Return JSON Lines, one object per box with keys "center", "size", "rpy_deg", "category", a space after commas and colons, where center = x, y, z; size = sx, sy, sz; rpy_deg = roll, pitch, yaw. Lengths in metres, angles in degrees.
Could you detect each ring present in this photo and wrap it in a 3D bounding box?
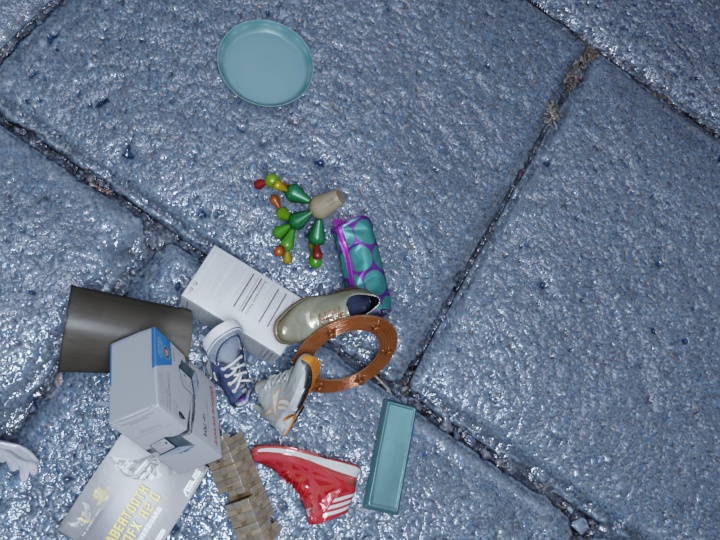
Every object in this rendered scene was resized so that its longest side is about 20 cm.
{"center": [-0.024, 0.155, 1.203], "size": [0.198, 0.202, 0.019], "rpy_deg": [-10, 45, -17], "category": "ring"}

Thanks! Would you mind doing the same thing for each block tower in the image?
{"center": [-0.200, 0.371, 1.146], "size": [0.054, 0.058, 0.202], "rpy_deg": [-25, 86, 22], "category": "block tower"}

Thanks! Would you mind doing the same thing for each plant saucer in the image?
{"center": [0.058, 0.343, 1.257], "size": [0.069, 0.019, 0.202], "rpy_deg": [16, 72, -9], "category": "plant saucer"}
{"center": [-0.197, -0.425, 1.408], "size": [0.198, 0.027, 0.202], "rpy_deg": [4, 74, -14], "category": "plant saucer"}

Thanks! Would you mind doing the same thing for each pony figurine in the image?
{"center": [-0.604, 0.258, 1.039], "size": [0.165, 0.194, 0.201], "rpy_deg": [-19, 60, -22], "category": "pony figurine"}

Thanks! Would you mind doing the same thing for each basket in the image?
{"center": [-0.391, 0.109, 1.140], "size": [0.198, 0.180, 0.137], "rpy_deg": [9, 61, -21], "category": "basket"}

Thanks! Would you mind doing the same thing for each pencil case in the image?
{"center": [0.000, 0.000, 1.303], "size": [0.092, 0.085, 0.202], "rpy_deg": [4, 68, -50], "category": "pencil case"}

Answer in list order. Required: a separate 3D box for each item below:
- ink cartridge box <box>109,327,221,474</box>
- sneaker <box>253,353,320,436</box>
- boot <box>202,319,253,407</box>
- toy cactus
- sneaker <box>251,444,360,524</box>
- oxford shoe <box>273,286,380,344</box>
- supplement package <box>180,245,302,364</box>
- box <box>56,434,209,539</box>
{"center": [-0.304, 0.208, 1.070], "size": [0.085, 0.201, 0.147], "rpy_deg": [-23, 50, 6], "category": "ink cartridge box"}
{"center": [-0.135, 0.204, 1.161], "size": [0.091, 0.201, 0.076], "rpy_deg": [30, 40, 5], "category": "sneaker"}
{"center": [-0.211, 0.159, 1.138], "size": [0.072, 0.200, 0.091], "rpy_deg": [-30, 71, -22], "category": "boot"}
{"center": [-0.108, -0.106, 1.277], "size": [0.164, 0.102, 0.202], "rpy_deg": [-26, 87, 25], "category": "toy cactus"}
{"center": [-0.102, 0.374, 1.176], "size": [0.198, 0.078, 0.117], "rpy_deg": [15, 70, -8], "category": "sneaker"}
{"center": [-0.056, 0.073, 1.170], "size": [0.199, 0.074, 0.071], "rpy_deg": [-24, 100, -30], "category": "oxford shoe"}
{"center": [-0.208, 0.065, 1.217], "size": [0.199, 0.114, 0.110], "rpy_deg": [32, 68, -6], "category": "supplement package"}
{"center": [-0.369, 0.374, 1.122], "size": [0.158, 0.048, 0.201], "rpy_deg": [33, 69, -4], "category": "box"}
